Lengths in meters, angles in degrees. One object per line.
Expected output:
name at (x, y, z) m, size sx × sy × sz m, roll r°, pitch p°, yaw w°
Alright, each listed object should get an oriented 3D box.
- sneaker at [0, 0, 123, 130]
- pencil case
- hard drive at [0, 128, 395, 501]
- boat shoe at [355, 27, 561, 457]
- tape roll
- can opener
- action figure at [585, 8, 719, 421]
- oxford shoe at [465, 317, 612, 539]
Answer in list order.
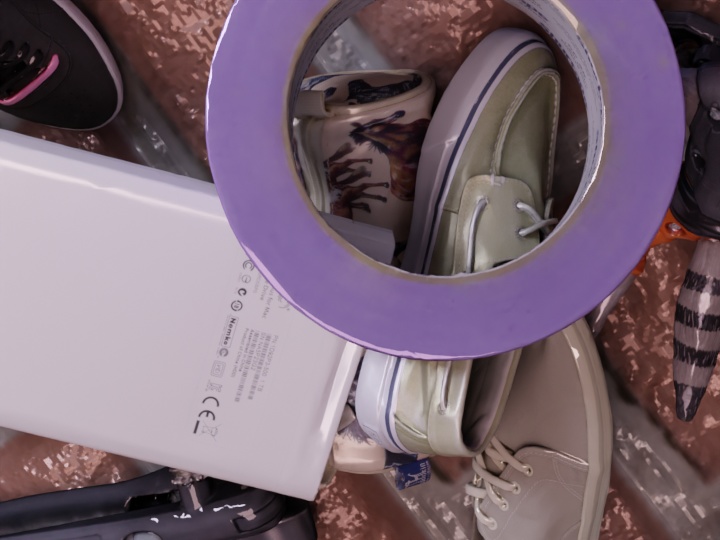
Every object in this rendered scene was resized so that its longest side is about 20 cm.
sneaker at (-0.181, -0.098, 1.328) m, size 0.071 × 0.099 × 0.200 m, roll -38°, pitch 130°, yaw 19°
pencil case at (0.000, 0.000, 1.368) m, size 0.077 × 0.089 × 0.201 m, roll 7°, pitch 114°, yaw 24°
hard drive at (-0.098, 0.020, 1.314) m, size 0.199 × 0.026 × 0.132 m, roll 14°, pitch 110°, yaw -9°
boat shoe at (0.059, -0.010, 1.325) m, size 0.062 × 0.072 × 0.201 m, roll 14°, pitch 85°, yaw 35°
tape roll at (0.035, -0.061, 1.246) m, size 0.199 × 0.085 × 0.201 m, roll 0°, pitch 88°, yaw -1°
can opener at (-0.123, 0.130, 1.467) m, size 0.199 × 0.063 × 0.079 m, roll -10°, pitch 111°, yaw 16°
action figure at (0.194, -0.029, 1.308) m, size 0.199 × 0.105 × 0.194 m, roll 18°, pitch 126°, yaw 8°
oxford shoe at (0.080, 0.092, 1.381) m, size 0.057 × 0.075 × 0.201 m, roll -10°, pitch 130°, yaw -16°
